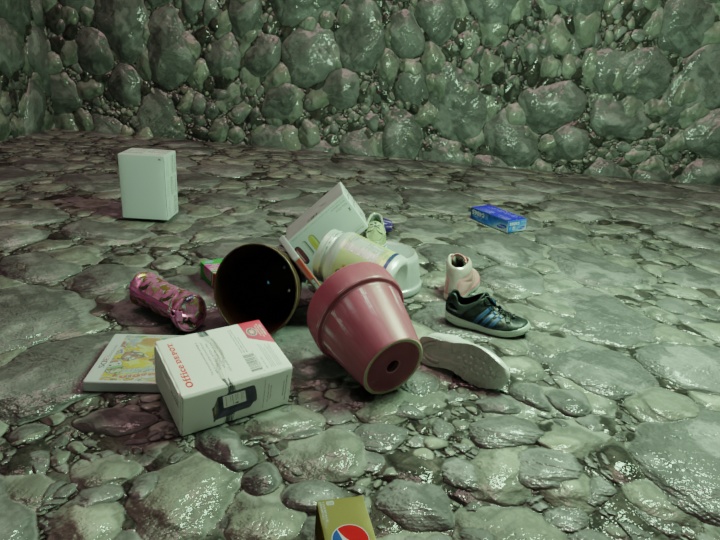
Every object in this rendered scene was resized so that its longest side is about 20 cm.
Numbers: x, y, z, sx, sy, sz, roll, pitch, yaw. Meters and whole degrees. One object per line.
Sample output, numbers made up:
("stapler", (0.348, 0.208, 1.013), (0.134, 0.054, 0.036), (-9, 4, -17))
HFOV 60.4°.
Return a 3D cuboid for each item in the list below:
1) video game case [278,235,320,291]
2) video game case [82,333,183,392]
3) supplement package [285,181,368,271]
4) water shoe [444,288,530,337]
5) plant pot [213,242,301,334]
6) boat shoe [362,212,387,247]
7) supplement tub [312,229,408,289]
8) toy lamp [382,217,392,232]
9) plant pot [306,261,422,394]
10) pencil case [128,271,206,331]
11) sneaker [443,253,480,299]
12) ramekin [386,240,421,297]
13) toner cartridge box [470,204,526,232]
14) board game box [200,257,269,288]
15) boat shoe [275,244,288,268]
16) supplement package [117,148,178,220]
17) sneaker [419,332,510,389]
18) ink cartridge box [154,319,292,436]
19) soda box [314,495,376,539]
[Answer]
("video game case", (-0.107, 0.021, 1.385), (0.017, 0.202, 0.143), (-37, 29, -4))
("video game case", (-0.388, 0.169, 1.156), (0.192, 0.024, 0.183), (2, 21, -5))
("supplement package", (-0.091, -0.113, 1.628), (0.198, 0.111, 0.156), (-39, 18, 8))
("water shoe", (0.286, 0.093, 1.391), (0.193, 0.082, 0.072), (9, 21, 13))
("plant pot", (-0.202, 0.033, 1.365), (0.180, 0.194, 0.200), (7, 5, 8))
("boat shoe", (0.032, -0.095, 1.592), (0.069, 0.064, 0.201), (2, 21, -3))
("supplement tub", (0.000, 0.000, 1.447), (0.196, 0.149, 0.144), (25, 27, 20))
("toy lamp", (0.007, -0.145, 2.007), (0.192, 0.060, 0.058), (-1, 20, -6))
("plant pot", (0.020, 0.117, 1.149), (0.194, 0.205, 0.180), (-8, 38, -29))
("pencil case", (-0.421, 0.065, 1.343), (0.196, 0.088, 0.083), (20, 57, 37))
("sneaker", (0.267, 0.000, 1.601), (0.073, 0.108, 0.199), (10, 20, 23))
("ramekin", (0.064, -0.008, 1.597), (0.195, 0.098, 0.203), (4, 21, -1))
("toner cartridge box", (0.492, -0.187, 2.216), (0.092, 0.045, 0.199), (-9, 24, -29))
("board game box", (-0.295, 0.017, 1.546), (0.149, 0.042, 0.198), (-11, 25, -34))
("boat shoe", (-0.198, -0.034, 1.656), (0.073, 0.063, 0.201), (22, 21, -1))
("supplement package", (-0.684, -0.280, 2.003), (0.150, 0.207, 0.111), (3, 19, 1))
("sneaker", (0.208, 0.166, 1.207), (0.196, 0.079, 0.079), (21, 17, 36))
("ink cartridge box", (-0.234, 0.174, 1.048), (0.195, 0.087, 0.145), (-10, 36, -34))
("soda box", (-0.007, 0.348, 0.686), (0.062, 0.070, 0.201), (-1, 21, -13))
